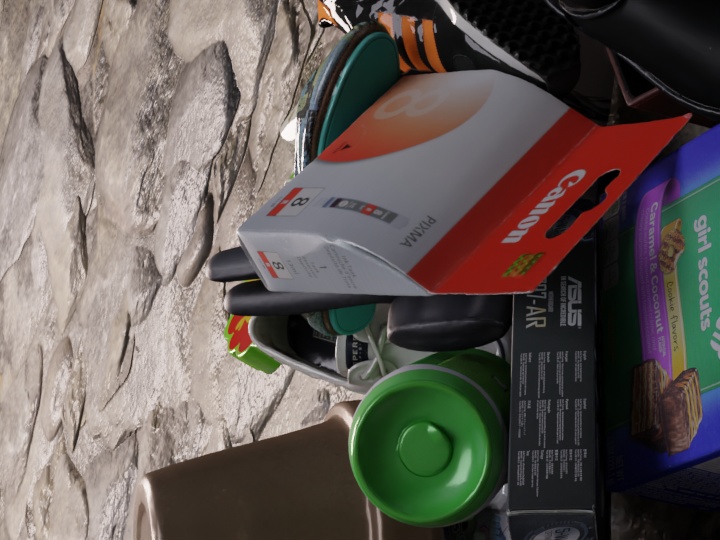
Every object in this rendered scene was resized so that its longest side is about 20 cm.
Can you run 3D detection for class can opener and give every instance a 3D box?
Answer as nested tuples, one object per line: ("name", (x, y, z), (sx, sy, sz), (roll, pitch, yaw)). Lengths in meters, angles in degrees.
("can opener", (0.000, 0.000, 1.118), (0.079, 0.199, 0.064), (-56, -41, -47))

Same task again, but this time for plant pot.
("plant pot", (-0.055, 0.184, 1.264), (0.200, 0.174, 0.201), (179, 90, -77))

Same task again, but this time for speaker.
("speaker", (0.048, 0.088, 1.072), (0.200, 0.088, 0.089), (-7, -69, -80))

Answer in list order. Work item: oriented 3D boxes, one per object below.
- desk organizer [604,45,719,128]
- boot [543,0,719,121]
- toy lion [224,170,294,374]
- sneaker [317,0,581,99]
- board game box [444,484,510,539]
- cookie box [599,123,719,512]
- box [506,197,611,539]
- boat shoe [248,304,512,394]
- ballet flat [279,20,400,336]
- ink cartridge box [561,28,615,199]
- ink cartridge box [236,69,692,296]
("desk organizer", (0.174, -0.171, 1.107), (0.072, 0.077, 0.200), (-57, 32, 37))
("boot", (0.127, -0.153, 0.978), (0.198, 0.162, 0.073), (35, 93, 37))
("toy lion", (-0.035, -0.025, 1.410), (0.192, 0.069, 0.200), (-53, 19, 21))
("sneaker", (0.049, -0.138, 1.165), (0.200, 0.070, 0.090), (39, 133, 30))
("board game box", (0.078, 0.120, 1.239), (0.200, 0.026, 0.200), (-59, 31, 34))
("cookie box", (0.203, 0.013, 0.965), (0.200, 0.075, 0.172), (-33, 50, 56))
("box", (0.107, 0.087, 1.036), (0.160, 0.043, 0.201), (77, -166, -49))
("boat shoe", (0.012, 0.047, 1.237), (0.200, 0.066, 0.072), (16, 102, 42))
("ballet flat", (-0.022, -0.058, 1.173), (0.074, 0.074, 0.201), (-130, 43, -60))
("ink cartridge box", (0.076, -0.106, 1.223), (0.146, 0.086, 0.201), (2, 78, 42))
("ink cartridge box", (0.051, -0.050, 1.038), (0.200, 0.050, 0.162), (-3, 34, 49))
